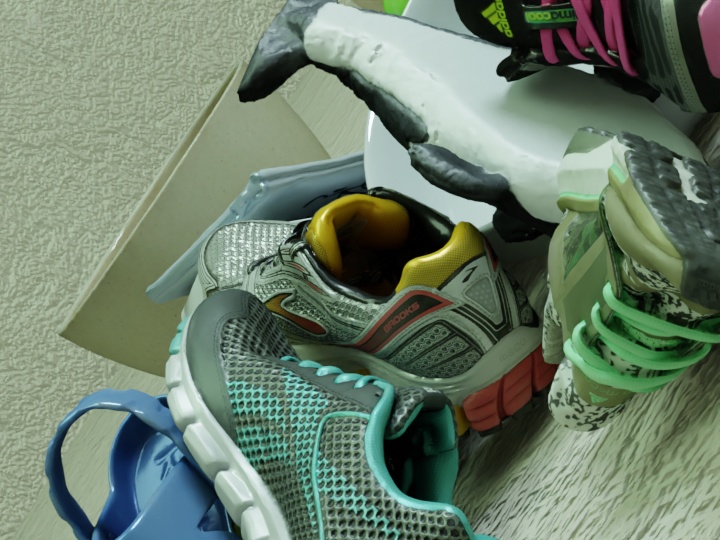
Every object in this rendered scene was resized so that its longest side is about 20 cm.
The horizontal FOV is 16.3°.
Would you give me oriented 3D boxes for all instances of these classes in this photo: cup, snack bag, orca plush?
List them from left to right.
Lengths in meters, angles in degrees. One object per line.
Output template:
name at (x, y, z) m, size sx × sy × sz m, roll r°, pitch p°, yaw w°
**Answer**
cup at (-0.071, -0.006, 1.539) m, size 0.201 × 0.143 × 0.200 m, roll -55°, pitch 7°, yaw 11°
snack bag at (0.005, -0.037, 1.197) m, size 0.199 × 0.022 × 0.189 m, roll -16°, pitch -10°, yaw -25°
orca plush at (0.042, -0.037, 0.926) m, size 0.105 × 0.199 × 0.072 m, roll -47°, pitch -35°, yaw -46°

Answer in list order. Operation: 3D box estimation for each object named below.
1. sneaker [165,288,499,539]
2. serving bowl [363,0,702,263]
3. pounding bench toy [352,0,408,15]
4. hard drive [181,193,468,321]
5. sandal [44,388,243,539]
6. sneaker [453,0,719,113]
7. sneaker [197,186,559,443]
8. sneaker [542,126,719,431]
sneaker at (-0.005, 0.067, 0.904) m, size 0.091 × 0.077 × 0.200 m, roll -43°, pitch 44°, yaw 14°
serving bowl at (0.088, -0.087, 1.036) m, size 0.200 × 0.066 × 0.201 m, roll -38°, pitch 37°, yaw 35°
pounding bench toy at (0.058, -0.199, 1.310) m, size 0.156 × 0.199 × 0.124 m, roll -59°, pitch 8°, yaw -30°
hard drive at (-0.012, 0.002, 1.176) m, size 0.200 × 0.131 × 0.027 m, roll 130°, pitch 128°, yaw -78°
sandal at (-0.066, 0.116, 0.928) m, size 0.079 × 0.087 × 0.200 m, roll -42°, pitch 46°, yaw 12°
sneaker at (0.079, -0.095, 0.872) m, size 0.087 × 0.074 × 0.200 m, roll -16°, pitch 23°, yaw -5°
sneaker at (0.000, 0.000, 0.984) m, size 0.078 × 0.083 × 0.199 m, roll -38°, pitch 28°, yaw -26°
sneaker at (0.089, 0.011, 0.749) m, size 0.200 × 0.076 × 0.089 m, roll -91°, pitch 23°, yaw -87°
